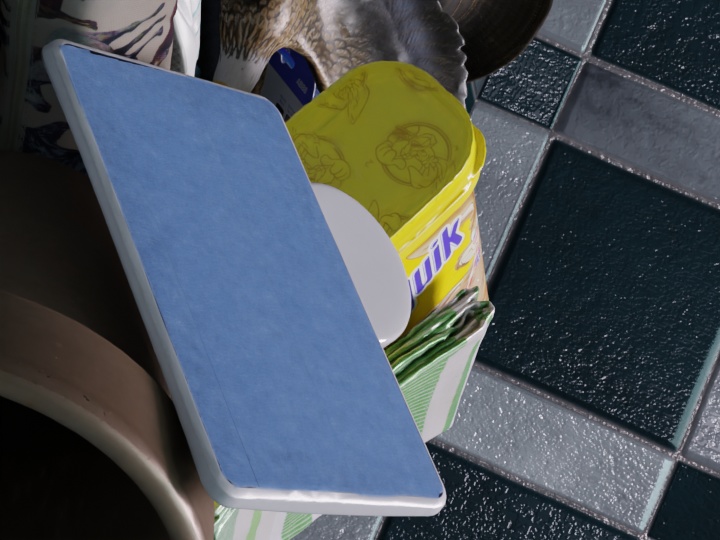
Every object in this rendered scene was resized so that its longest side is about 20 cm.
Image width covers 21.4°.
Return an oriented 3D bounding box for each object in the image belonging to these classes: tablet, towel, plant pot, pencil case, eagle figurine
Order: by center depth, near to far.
[{"bbox_3d":[-0.044,0.003,0.722,0.014,0.201,0.130,-39,150,29],"label":"tablet"},{"bbox_3d":[-0.145,0.050,0.724,0.175,0.199,0.201,-84,-170,-52],"label":"plant pot"},{"bbox_3d":[-0.116,-0.104,0.779,0.090,0.077,0.201,-50,165,-37],"label":"pencil case"},{"bbox_3d":[-0.015,0.102,1.001,0.200,0.023,0.153,-37,162,-24],"label":"towel"},{"bbox_3d":[-0.042,-0.133,1.011,0.151,0.152,0.200,-36,154,4],"label":"eagle figurine"}]

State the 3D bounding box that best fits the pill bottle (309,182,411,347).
[{"bbox_3d":[-0.073,0.044,0.854,0.200,0.109,0.109,-35,-168,33],"label":"pill bottle"}]

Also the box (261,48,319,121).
[{"bbox_3d":[-0.060,-0.062,1.249,0.119,0.041,0.201,53,-49,44],"label":"box"}]

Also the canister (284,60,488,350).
[{"bbox_3d":[0.000,0.000,1.009,0.148,0.087,0.200,-42,156,-13],"label":"canister"}]

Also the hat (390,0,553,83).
[{"bbox_3d":[0.006,-0.171,1.083,0.081,0.200,0.201,-44,159,-44],"label":"hat"}]

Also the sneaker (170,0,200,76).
[{"bbox_3d":[-0.095,-0.144,0.857,0.201,0.070,0.081,108,-1,-49],"label":"sneaker"}]
